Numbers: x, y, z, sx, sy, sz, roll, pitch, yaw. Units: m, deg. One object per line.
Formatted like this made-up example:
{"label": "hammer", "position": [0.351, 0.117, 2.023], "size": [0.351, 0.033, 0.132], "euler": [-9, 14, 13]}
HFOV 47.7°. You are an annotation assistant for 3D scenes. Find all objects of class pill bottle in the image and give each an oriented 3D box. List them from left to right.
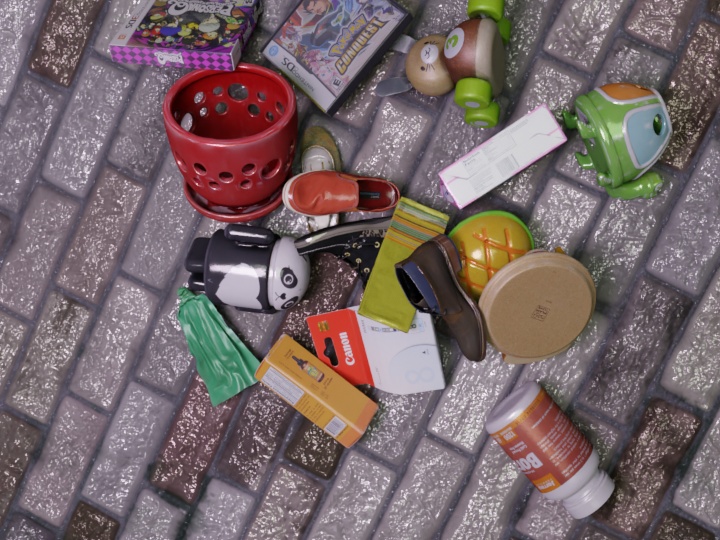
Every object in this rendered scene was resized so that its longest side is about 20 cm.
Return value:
{"label": "pill bottle", "position": [0.298, 0.282, 1.272], "size": [0.112, 0.112, 0.200], "euler": [-42, 87, 8]}

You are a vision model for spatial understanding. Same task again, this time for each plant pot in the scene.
{"label": "plant pot", "position": [-0.190, -0.189, 1.253], "size": [0.198, 0.202, 0.184], "euler": [6, 138, 7]}

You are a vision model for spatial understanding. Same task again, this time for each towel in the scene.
{"label": "towel", "position": [0.067, -0.011, 1.245], "size": [0.085, 0.018, 0.202], "euler": [19, 72, 5]}

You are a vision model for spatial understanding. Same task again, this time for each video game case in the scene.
{"label": "video game case", "position": [-0.272, -0.385, 1.292], "size": [0.197, 0.183, 0.036], "euler": [7, 137, 8]}
{"label": "video game case", "position": [-0.042, -0.374, 1.293], "size": [0.200, 0.025, 0.181], "euler": [-49, 65, 8]}

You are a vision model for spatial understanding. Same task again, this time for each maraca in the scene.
{"label": "maraca", "position": [0.179, -0.008, 1.275], "size": [0.199, 0.107, 0.137], "euler": [-38, 101, 16]}

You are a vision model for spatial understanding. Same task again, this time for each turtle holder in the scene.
{"label": "turtle holder", "position": [0.396, -0.191, 1.217], "size": [0.130, 0.141, 0.187], "euler": [-24, 89, 7]}

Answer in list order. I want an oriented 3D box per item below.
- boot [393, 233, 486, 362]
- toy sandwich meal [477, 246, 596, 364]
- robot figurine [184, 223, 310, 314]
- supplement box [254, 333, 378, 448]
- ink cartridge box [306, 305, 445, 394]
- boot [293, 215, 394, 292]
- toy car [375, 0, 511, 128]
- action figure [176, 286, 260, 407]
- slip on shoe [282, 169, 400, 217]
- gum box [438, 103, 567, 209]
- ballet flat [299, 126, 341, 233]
{"label": "boot", "position": [0.117, 0.057, 1.211], "size": [0.096, 0.074, 0.202], "euler": [-23, 94, -30]}
{"label": "toy sandwich meal", "position": [0.267, 0.051, 1.245], "size": [0.202, 0.071, 0.208], "euler": [-3, 119, -5]}
{"label": "robot figurine", "position": [-0.180, 0.000, 1.313], "size": [0.197, 0.150, 0.127], "euler": [6, 83, 5]}
{"label": "supplement box", "position": [-0.072, 0.196, 1.324], "size": [0.199, 0.067, 0.069], "euler": [39, 137, -1]}
{"label": "ink cartridge box", "position": [0.026, 0.130, 1.297], "size": [0.197, 0.047, 0.162], "euler": [-11, 122, 6]}
{"label": "boot", "position": [0.001, 0.000, 1.285], "size": [0.201, 0.073, 0.156], "euler": [-12, 96, -26]}
{"label": "toy car", "position": [0.119, -0.323, 1.252], "size": [0.197, 0.158, 0.167], "euler": [7, 82, 19]}
{"label": "action figure", "position": [-0.249, 0.114, 1.367], "size": [0.117, 0.055, 0.201], "euler": [-30, 93, 10]}
{"label": "slip on shoe", "position": [-0.026, -0.120, 1.272], "size": [0.198, 0.061, 0.075], "euler": [0, 92, -25]}
{"label": "gum box", "position": [0.212, -0.168, 1.256], "size": [0.199, 0.113, 0.067], "euler": [-33, 88, 8]}
{"label": "ballet flat", "position": [-0.064, -0.136, 1.321], "size": [0.070, 0.071, 0.203], "euler": [-5, 92, 8]}
